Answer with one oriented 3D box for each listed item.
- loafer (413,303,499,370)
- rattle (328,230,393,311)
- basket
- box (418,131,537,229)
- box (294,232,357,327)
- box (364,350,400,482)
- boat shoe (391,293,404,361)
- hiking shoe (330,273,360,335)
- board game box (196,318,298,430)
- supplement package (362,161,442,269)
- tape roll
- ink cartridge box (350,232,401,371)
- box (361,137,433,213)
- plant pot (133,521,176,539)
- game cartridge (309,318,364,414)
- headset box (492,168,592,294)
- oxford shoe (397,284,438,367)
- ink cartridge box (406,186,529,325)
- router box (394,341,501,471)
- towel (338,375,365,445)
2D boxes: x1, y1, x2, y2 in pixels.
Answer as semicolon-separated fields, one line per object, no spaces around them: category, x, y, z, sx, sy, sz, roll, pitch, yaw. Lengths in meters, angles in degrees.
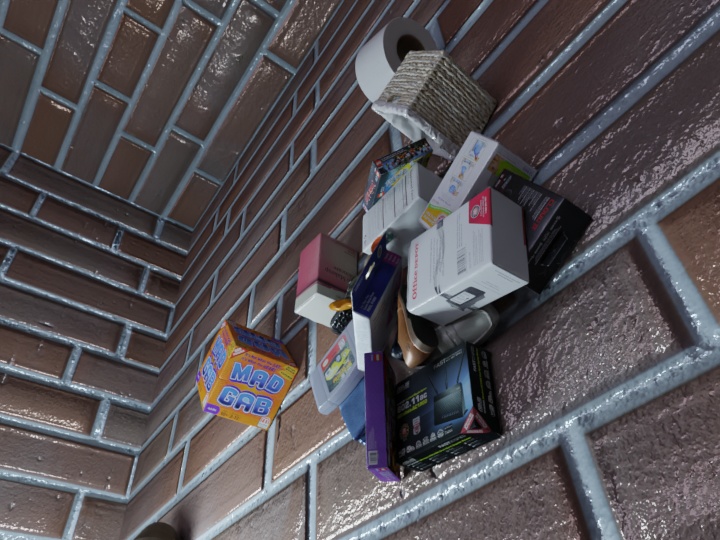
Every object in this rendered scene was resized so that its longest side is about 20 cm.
loafer;0.161;0.123;0.968;0.070;0.069;0.200;53;131;12
rattle;0.000;0.000;1.212;0.142;0.202;0.130;20;43;37
basket;0.168;-0.370;1.249;0.162;0.199;0.198;-55;28;5
box;0.219;-0.140;1.049;0.202;0.112;0.102;-59;29;13
box;-0.087;0.026;1.447;0.109;0.127;0.202;-39;37;39
box;0.040;0.265;0.998;0.038;0.137;0.203;-7;61;10
boat shoe;0.097;0.080;1.109;0.068;0.084;0.203;0;63;35
hiking shoe;-0.003;0.068;1.340;0.201;0.075;0.101;-50;21;10
board game box;-0.329;0.295;1.580;0.202;0.198;0.200;-62;27;4
supplement package;0.106;-0.115;1.227;0.200;0.116;0.118;-42;33;37
tape roll;0.103;-0.562;1.512;0.138;0.201;0.205;-14;55;55
ink cartridge box;0.038;0.062;1.094;0.197;0.043;0.202;-60;-26;-46
box;0.079;-0.208;1.260;0.038;0.135;0.200;59;163;15
plant pot;-0.644;0.884;1.707;0.202;0.198;0.174;-63;11;4
game cartridge;-0.038;0.210;1.211;0.201;0.041;0.133;-54;31;12
headset box;0.276;-0.067;0.926;0.150;0.074;0.200;-59;28;13
oxford shoe;0.088;0.094;0.996;0.072;0.071;0.201;-59;14;27
ink cartridge box;0.169;-0.016;0.906;0.199;0.083;0.147;-36;40;47
router box;0.140;0.234;0.938;0.200;0.062;0.151;-41;34;39
towel;-0.001;0.268;1.179;0.112;0.048;0.200;-55;27;11
